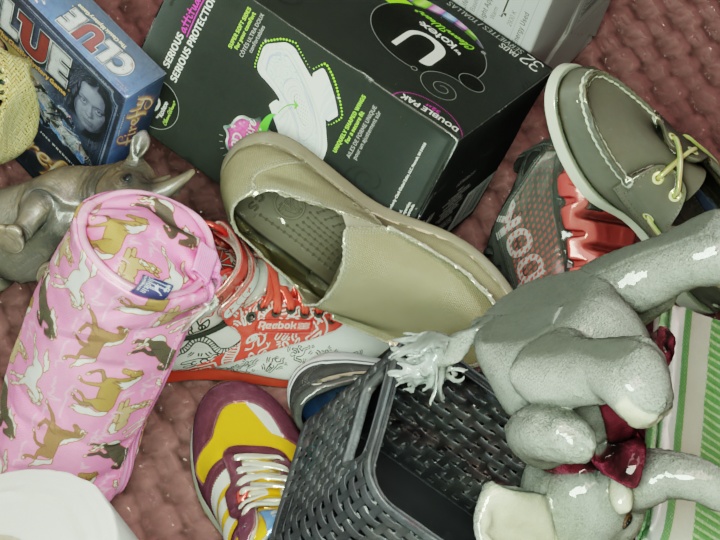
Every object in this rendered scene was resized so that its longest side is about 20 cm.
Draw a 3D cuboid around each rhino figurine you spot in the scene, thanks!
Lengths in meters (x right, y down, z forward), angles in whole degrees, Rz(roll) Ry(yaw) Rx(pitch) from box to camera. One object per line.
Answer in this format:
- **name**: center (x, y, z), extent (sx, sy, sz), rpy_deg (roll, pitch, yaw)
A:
- **rhino figurine**: center (-0.174, -0.027, 1.687), extent (0.060, 0.200, 0.087), rpy_deg (57, 33, -19)

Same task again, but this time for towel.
- **towel**: center (0.237, 0.114, 1.691), extent (0.200, 0.023, 0.153), rpy_deg (19, 69, -37)

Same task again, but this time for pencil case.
- **pencil case**: center (-0.145, 0.049, 1.628), extent (0.083, 0.200, 0.087), rpy_deg (-9, 51, -36)

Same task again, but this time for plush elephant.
- **plush elephant**: center (0.126, 0.086, 1.541), extent (0.155, 0.200, 0.165), rpy_deg (62, 33, -22)

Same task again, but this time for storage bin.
- **storage bin**: center (0.062, 0.149, 1.613), extent (0.200, 0.094, 0.135), rpy_deg (36, 39, -16)

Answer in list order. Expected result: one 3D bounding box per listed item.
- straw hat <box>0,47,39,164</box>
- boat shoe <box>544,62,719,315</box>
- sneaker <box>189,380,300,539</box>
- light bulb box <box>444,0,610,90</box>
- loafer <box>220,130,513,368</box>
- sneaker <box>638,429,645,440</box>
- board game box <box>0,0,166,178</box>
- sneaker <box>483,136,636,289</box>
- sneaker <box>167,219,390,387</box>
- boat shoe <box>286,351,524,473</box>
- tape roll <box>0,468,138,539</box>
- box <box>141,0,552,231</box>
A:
- **straw hat**: center (-0.233, -0.098, 1.706), extent (0.085, 0.201, 0.201), rpy_deg (-3, 59, -26)
- **boat shoe**: center (0.181, -0.050, 1.728), extent (0.202, 0.060, 0.072), rpy_deg (49, 56, -31)
- **sneaker**: center (-0.047, 0.140, 1.654), extent (0.075, 0.090, 0.200), rpy_deg (-9, 62, -15)
- **light bulb box**: center (0.060, -0.225, 1.828), extent (0.200, 0.198, 0.125), rpy_deg (37, 56, 11)
- **loafer**: center (0.000, 0.000, 1.668), extent (0.200, 0.076, 0.068), rpy_deg (31, 32, -1)
- **sneaker**: center (0.244, 0.056, 1.773), extent (0.200, 0.075, 0.081), rpy_deg (-28, 110, -35)
- **board game box**: center (-0.207, -0.136, 1.759), extent (0.035, 0.136, 0.200), rpy_deg (-34, 70, -34)
- **sneaker**: center (0.123, 0.008, 1.776), extent (0.071, 0.098, 0.201), rpy_deg (12, 78, -44)
- **sneaker**: center (-0.059, 0.017, 1.714), extent (0.201, 0.108, 0.067), rpy_deg (-4, 60, -13)
- **boat shoe**: center (0.055, 0.085, 1.695), extent (0.200, 0.070, 0.066), rpy_deg (10, 15, 1)
- **tape roll**: center (-0.197, 0.201, 1.535), extent (0.202, 0.071, 0.203), rpy_deg (-21, 36, 17)
- **box**: center (-0.016, -0.109, 1.761), extent (0.200, 0.124, 0.149), rpy_deg (36, 32, 10)
